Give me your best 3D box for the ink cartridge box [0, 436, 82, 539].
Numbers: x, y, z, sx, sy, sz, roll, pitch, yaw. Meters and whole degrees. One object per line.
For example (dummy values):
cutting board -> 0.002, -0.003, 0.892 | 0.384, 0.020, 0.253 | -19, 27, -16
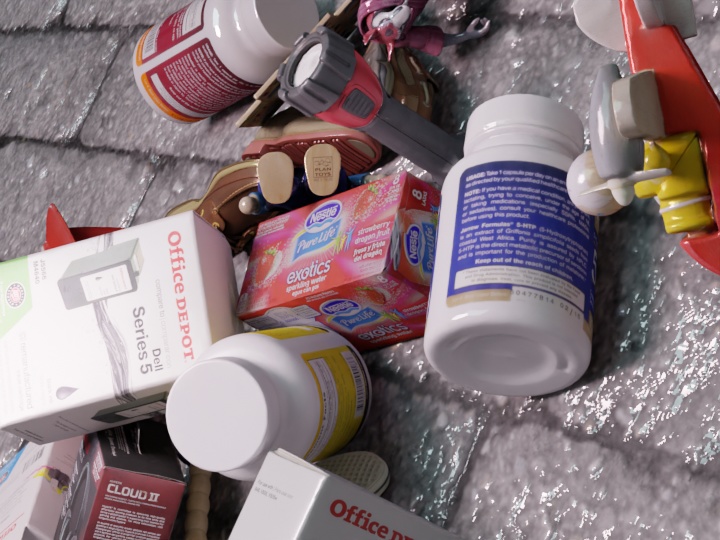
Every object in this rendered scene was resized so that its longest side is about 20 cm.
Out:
ink cartridge box -> -0.313, 0.248, 1.652 | 0.115, 0.068, 0.200 | -42, 23, 28

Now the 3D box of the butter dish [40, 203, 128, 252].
butter dish -> -0.215, 0.044, 1.655 | 0.200, 0.147, 0.201 | -131, 32, -56

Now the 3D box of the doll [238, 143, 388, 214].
doll -> -0.041, -0.072, 1.505 | 0.200, 0.136, 0.049 | 74, -173, -86

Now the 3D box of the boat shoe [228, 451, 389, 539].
boat shoe -> -0.053, 0.219, 1.356 | 0.200, 0.062, 0.075 | -42, 35, 0

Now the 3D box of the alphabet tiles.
alphabet tiles -> -0.049, -0.197, 1.612 | 0.167, 0.006, 0.200 | -48, -1, 8

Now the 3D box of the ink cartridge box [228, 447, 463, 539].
ink cartridge box -> -0.033, 0.247, 1.224 | 0.083, 0.146, 0.201 | 13, 77, 55

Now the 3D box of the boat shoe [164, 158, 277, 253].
boat shoe -> -0.126, -0.046, 1.663 | 0.200, 0.072, 0.068 | -30, 47, 48

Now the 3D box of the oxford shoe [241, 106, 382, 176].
oxford shoe -> -0.040, -0.131, 1.607 | 0.200, 0.070, 0.075 | 2, 61, 54

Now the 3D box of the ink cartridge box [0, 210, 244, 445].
ink cartridge box -> -0.206, 0.049, 1.455 | 0.199, 0.084, 0.146 | -15, 70, 12

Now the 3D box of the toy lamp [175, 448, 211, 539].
toy lamp -> -0.141, 0.227, 1.475 | 0.058, 0.058, 0.201 | -35, 41, 34

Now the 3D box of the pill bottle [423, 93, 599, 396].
pill bottle -> 0.113, -0.022, 1.255 | 0.119, 0.119, 0.201 | -25, 47, 43

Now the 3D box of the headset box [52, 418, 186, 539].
headset box -> -0.214, 0.222, 1.492 | 0.149, 0.077, 0.201 | -130, 55, -70

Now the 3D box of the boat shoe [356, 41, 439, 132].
boat shoe -> 0.029, -0.157, 1.529 | 0.076, 0.072, 0.200 | -61, 10, 23

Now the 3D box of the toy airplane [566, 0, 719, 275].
toy airplane -> 0.190, -0.095, 1.130 | 0.141, 0.200, 0.200 | -33, 39, 18

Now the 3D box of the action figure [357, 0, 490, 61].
action figure -> 0.033, -0.257, 1.515 | 0.148, 0.134, 0.200 | -1, 42, 32

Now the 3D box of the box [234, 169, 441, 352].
box -> 0.000, 0.000, 1.416 | 0.200, 0.099, 0.096 | -18, 52, 48

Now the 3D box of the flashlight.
flashlight -> 0.027, -0.118, 1.376 | 0.068, 0.200, 0.068 | -17, 52, 48

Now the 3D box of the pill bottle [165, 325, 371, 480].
pill bottle -> -0.071, 0.101, 1.328 | 0.111, 0.200, 0.112 | 0, 91, 19

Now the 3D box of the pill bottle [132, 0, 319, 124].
pill bottle -> -0.137, -0.232, 1.780 | 0.200, 0.113, 0.114 | -20, 49, 46
